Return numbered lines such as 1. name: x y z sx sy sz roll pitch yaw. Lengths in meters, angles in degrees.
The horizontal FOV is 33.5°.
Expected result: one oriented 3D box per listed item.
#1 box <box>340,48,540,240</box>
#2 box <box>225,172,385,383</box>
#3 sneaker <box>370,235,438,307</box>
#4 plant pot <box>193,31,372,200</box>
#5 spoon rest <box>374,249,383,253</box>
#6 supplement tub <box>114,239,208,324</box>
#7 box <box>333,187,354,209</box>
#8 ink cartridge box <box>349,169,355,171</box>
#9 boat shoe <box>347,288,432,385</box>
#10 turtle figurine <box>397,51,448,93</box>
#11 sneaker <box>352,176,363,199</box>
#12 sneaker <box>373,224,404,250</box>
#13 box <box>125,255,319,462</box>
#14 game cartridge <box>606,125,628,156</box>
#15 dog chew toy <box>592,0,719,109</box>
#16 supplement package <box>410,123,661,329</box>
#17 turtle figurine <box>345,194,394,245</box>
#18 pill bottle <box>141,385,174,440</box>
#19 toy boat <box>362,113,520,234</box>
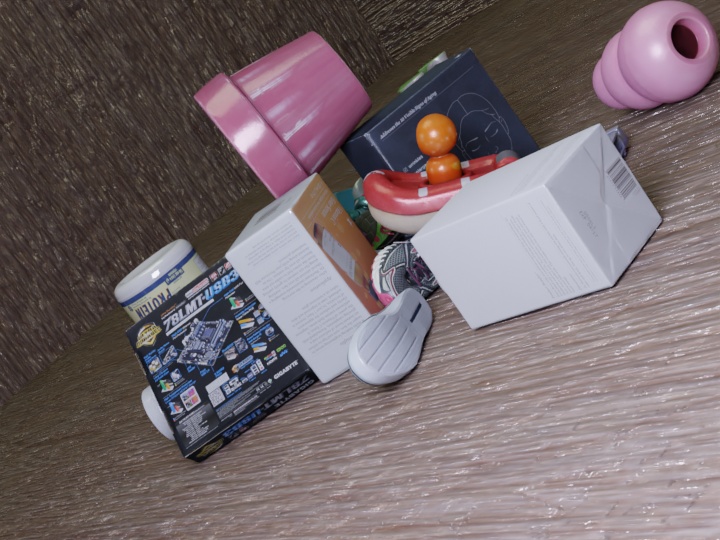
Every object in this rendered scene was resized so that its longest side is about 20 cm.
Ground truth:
1. box: 0.114 -0.158 1.630 0.200 0.197 0.124 -40 12 -17
2. box: -0.050 0.006 1.466 0.106 0.200 0.152 -33 13 20
3. sneaker: 0.084 -0.019 1.475 0.074 0.081 0.200 -21 20 47
4. plant pot: -0.092 -0.209 1.573 0.179 0.200 0.200 -40 12 0
5. spoon rest: 0.000 0.000 1.736 0.099 0.061 0.200 -41 26 -12
6. supplement tub: -0.274 0.068 1.877 0.145 0.200 0.145 -35 12 8
7. box: 0.026 -0.121 1.949 0.199 0.049 0.082 -21 1 -33
8. ink cartridge box: 0.081 -0.187 1.875 0.094 0.037 0.199 -11 3 45
9. boat shoe: 0.025 0.085 1.311 0.071 0.072 0.200 -41 -1 26
10. turtle figurine: 0.135 -0.215 1.806 0.144 0.194 0.200 -40 9 -5
11. sneaker: 0.066 -0.122 1.871 0.199 0.071 0.080 -11 -19 -35
12. sneaker: 0.022 -0.049 1.834 0.083 0.077 0.200 -7 -5 -22
13. box: -0.176 0.104 1.507 0.200 0.199 0.050 -36 -27 9
14. game cartridge: 0.245 -0.096 1.418 0.129 0.038 0.200 -34 12 33
15. dog chew toy: 0.362 -0.260 1.514 0.124 0.125 0.200 -41 5 -20
16. supplement package: 0.172 -0.040 1.197 0.200 0.122 0.120 -21 19 50
17. turtle figurine: -0.029 -0.049 1.647 0.100 0.150 0.201 9 57 34
18. pill bottle: -0.188 0.138 1.590 0.199 0.109 0.109 -35 12 9
19. toy boat: 0.098 -0.125 1.452 0.199 0.132 0.131 -13 15 7
